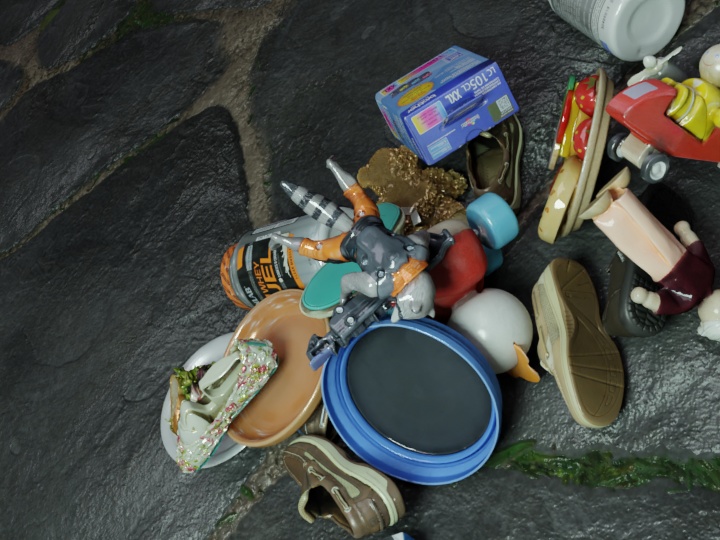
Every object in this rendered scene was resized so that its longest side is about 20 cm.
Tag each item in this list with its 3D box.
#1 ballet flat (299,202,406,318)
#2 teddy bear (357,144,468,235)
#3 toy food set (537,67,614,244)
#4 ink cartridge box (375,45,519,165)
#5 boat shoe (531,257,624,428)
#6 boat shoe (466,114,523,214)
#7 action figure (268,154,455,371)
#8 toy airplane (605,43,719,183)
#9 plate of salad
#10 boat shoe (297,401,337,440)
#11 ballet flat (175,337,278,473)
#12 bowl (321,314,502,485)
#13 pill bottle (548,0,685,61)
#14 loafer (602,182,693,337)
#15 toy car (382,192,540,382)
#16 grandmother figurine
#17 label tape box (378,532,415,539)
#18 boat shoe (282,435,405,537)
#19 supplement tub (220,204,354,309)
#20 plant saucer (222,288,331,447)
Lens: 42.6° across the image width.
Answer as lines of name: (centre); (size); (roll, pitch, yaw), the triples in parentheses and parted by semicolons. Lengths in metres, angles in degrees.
ballet flat: (0.000, 0.000, 1.119); (0.067, 0.062, 0.200); (22, 55, 27)
teddy bear: (0.077, -0.082, 1.221); (0.200, 0.067, 0.145); (33, 91, 39)
toy food set: (0.242, -0.130, 1.049); (0.049, 0.198, 0.200); (12, 103, 8)
ink cartridge box: (0.111, -0.213, 1.186); (0.136, 0.076, 0.200); (-32, 25, 0)
boat shoe: (0.227, 0.083, 0.987); (0.065, 0.071, 0.200); (126, 150, -47)
boat shoe: (0.169, -0.160, 1.192); (0.075, 0.075, 0.203); (-21, 49, 23)
action figure: (-0.010, -0.004, 0.925); (0.193, 0.105, 0.200); (35, 77, 23)
toy airplane: (0.367, -0.162, 0.956); (0.200, 0.199, 0.141); (22, 115, 18)
plate of salad: (-0.197, 0.167, 1.243); (0.200, 0.048, 0.200); (-20, 49, 24)
boat shoe: (-0.009, 0.120, 1.130); (0.072, 0.072, 0.200); (26, 86, 40)
ballet flat: (-0.177, 0.157, 1.114); (0.200, 0.064, 0.076); (-54, 40, 9)
bowl: (0.056, 0.136, 0.987); (0.200, 0.201, 0.039); (-11, 20, 30)
pill bottle: (0.316, -0.364, 1.204); (0.114, 0.114, 0.200); (-40, 45, 5)
loafer: (0.295, -0.012, 0.990); (0.071, 0.073, 0.200); (-34, 24, 55)
toy car: (0.125, 0.055, 1.039); (0.184, 0.177, 0.200); (-33, 74, -14)
grandmother figurine: (0.308, -0.004, 0.915); (0.121, 0.200, 0.061); (-45, -2, -21)
label tape box: (-0.019, 0.374, 0.949); (0.200, 0.063, 0.144); (-25, 47, 19)
boat shoe: (-0.041, 0.237, 1.015); (0.075, 0.075, 0.202); (-31, 20, -28)
supplement tub: (-0.085, -0.009, 1.226); (0.200, 0.122, 0.123); (-14, 51, 40)
plant saucer: (-0.099, 0.121, 1.131); (0.200, 0.037, 0.201); (-26, 50, 35)
